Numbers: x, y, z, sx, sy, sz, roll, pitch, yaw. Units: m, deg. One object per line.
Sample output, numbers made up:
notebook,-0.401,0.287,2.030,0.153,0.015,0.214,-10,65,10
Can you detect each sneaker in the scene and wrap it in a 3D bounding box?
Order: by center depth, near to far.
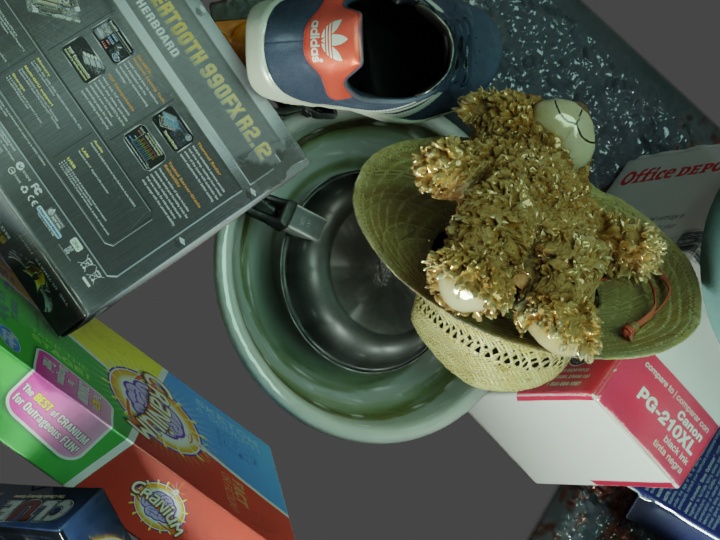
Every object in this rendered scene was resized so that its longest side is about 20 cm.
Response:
sneaker,0.031,-0.116,1.257,0.200,0.084,0.075,-10,97,-51

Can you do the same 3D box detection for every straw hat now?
straw hat,0.078,0.018,1.281,0.200,0.085,0.201,15,35,-10

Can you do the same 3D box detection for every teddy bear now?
teddy bear,0.091,-0.031,1.220,0.145,0.067,0.200,30,35,8

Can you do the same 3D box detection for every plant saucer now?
plant saucer,0.000,0.000,1.350,0.199,0.050,0.201,3,82,-26

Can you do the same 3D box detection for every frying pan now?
frying pan,-0.013,-0.029,1.305,0.115,0.031,0.190,-45,108,-24

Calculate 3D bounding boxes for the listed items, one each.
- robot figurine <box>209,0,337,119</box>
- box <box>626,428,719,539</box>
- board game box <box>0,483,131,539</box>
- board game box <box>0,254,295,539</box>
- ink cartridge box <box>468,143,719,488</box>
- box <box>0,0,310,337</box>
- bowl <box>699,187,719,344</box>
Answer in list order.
robot figurine,-0.076,-0.148,1.305,0.199,0.058,0.146,-8,85,-18
box,0.245,0.134,1.424,0.200,0.032,0.121,31,52,7
board game box,-0.135,0.197,1.181,0.035,0.135,0.201,-42,115,-36
board game box,-0.126,0.080,1.220,0.200,0.153,0.040,38,100,-19
ink cartridge box,0.171,0.025,1.381,0.084,0.145,0.200,46,66,-20
box,-0.145,-0.092,1.206,0.158,0.048,0.200,-37,94,-30
bowl,0.265,-0.001,1.293,0.200,0.105,0.202,2,86,-33
